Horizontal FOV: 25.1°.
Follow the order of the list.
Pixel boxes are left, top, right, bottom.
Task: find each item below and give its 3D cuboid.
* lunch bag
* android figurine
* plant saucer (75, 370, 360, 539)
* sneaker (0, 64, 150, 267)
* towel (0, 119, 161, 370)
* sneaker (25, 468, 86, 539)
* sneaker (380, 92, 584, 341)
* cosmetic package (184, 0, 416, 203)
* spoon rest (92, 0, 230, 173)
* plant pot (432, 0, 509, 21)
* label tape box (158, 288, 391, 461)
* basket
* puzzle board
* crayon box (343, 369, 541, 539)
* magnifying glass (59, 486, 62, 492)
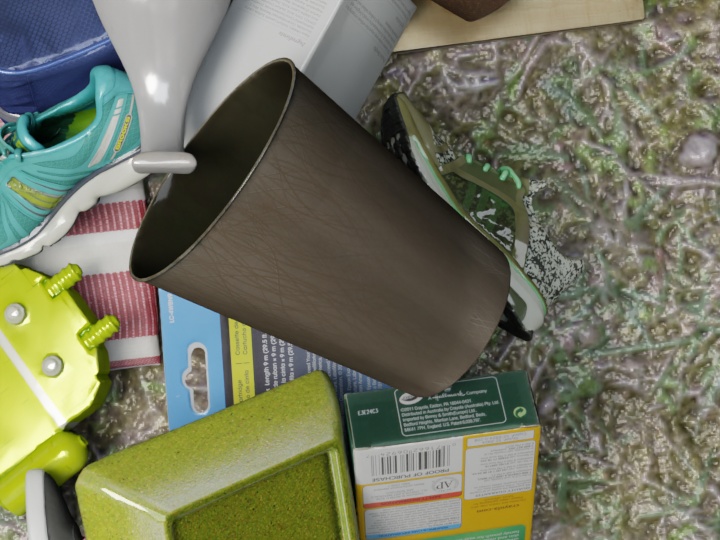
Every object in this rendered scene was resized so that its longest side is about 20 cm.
[{"bbox_3d":[-0.195,-0.181,1.126,0.199,0.132,0.136,-21,73,-8],"label":"lunch bag"},{"bbox_3d":[-0.260,0.077,1.136,0.200,0.041,0.182,-36,82,5],"label":"android figurine"},{"bbox_3d":[-0.070,0.190,1.043,0.199,0.048,0.201,-21,109,-35],"label":"plant saucer"},{"bbox_3d":[-0.219,-0.074,1.099,0.200,0.080,0.078,-34,48,18],"label":"sneaker"},{"bbox_3d":[-0.225,-0.023,1.179,0.143,0.023,0.201,-6,91,-6],"label":"towel"},{"bbox_3d":[-0.163,0.221,1.090,0.099,0.071,0.201,-16,85,-8],"label":"sneaker"},{"bbox_3d":[0.088,-0.050,1.161,0.089,0.077,0.200,-36,97,-17],"label":"sneaker"},{"bbox_3d":[-0.053,-0.134,1.136,0.081,0.113,0.200,29,86,24],"label":"cosmetic package"},{"bbox_3d":[-0.128,-0.151,1.032,0.099,0.061,0.201,1,73,-9],"label":"spoon rest"},{"bbox_3d":[0.048,-0.278,1.120,0.187,0.187,0.200,-42,106,-3],"label":"plant pot"},{"bbox_3d":[-0.039,0.061,1.145,0.199,0.066,0.144,-4,107,-5],"label":"label tape box"},{"bbox_3d":[-0.014,-0.014,1.021,0.200,0.136,0.180,30,130,-22],"label":"basket"},{"bbox_3d":[0.104,-0.247,1.204,0.199,0.017,0.151,-8,89,-4],"label":"puzzle board"},{"bbox_3d":[0.056,0.155,1.137,0.125,0.200,0.052,-7,49,-4],"label":"crayon box"},{"bbox_3d":[-0.234,0.143,1.166,0.079,0.022,0.201,20,93,-5],"label":"magnifying glass"}]
